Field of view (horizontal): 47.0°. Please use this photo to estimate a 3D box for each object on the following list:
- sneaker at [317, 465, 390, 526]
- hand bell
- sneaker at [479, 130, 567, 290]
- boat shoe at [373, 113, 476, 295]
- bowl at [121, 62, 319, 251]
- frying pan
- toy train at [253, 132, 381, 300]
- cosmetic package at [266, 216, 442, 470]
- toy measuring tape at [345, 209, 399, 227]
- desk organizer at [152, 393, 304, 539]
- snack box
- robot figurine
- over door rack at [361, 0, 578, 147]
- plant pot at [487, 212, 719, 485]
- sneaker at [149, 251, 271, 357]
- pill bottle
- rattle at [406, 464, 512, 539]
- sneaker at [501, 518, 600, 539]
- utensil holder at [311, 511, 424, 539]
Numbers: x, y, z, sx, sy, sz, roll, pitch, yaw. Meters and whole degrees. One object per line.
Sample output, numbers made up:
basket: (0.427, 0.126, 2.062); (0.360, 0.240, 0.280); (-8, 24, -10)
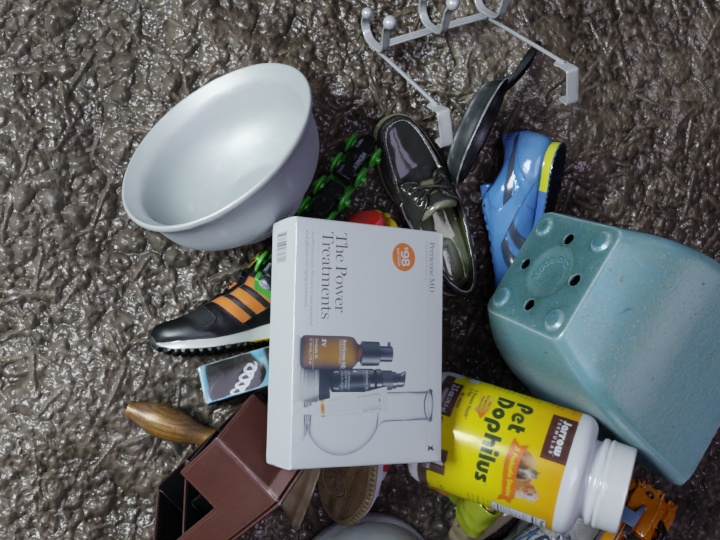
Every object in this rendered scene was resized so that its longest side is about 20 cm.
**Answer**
sneaker: (0.023, 0.167, 0.854); (0.112, 0.071, 0.203); (-25, 139, -51)
hand bell: (-0.137, 0.169, 0.818); (0.197, 0.104, 0.106); (21, 89, -3)
sneaker: (0.162, -0.048, 0.888); (0.077, 0.066, 0.204); (15, 104, 24)
boat shoe: (0.075, -0.067, 0.852); (0.071, 0.066, 0.204); (-24, 100, -11)
bowl: (-0.113, -0.088, 0.759); (0.201, 0.201, 0.091); (-41, 133, -8)
frying pan: (0.136, -0.177, 0.843); (0.031, 0.115, 0.192); (26, 86, 10)
toy train: (-0.040, -0.053, 0.801); (0.041, 0.057, 0.201); (31, 62, 6)
cosmetic package: (-0.002, 0.063, 0.711); (0.148, 0.051, 0.204); (4, 84, -32)
toy measuring tape: (0.000, 0.000, 0.789); (0.072, 0.201, 0.075); (9, 128, 12)
desk organizer: (-0.134, 0.204, 0.755); (0.077, 0.072, 0.200); (44, 126, -2)
snack box: (-0.057, 0.085, 0.802); (0.197, 0.116, 0.038); (-16, 84, -12)
robot figurine: (0.282, 0.333, 0.920); (0.202, 0.058, 0.145); (-57, 143, -5)
over door rack: (0.100, -0.218, 0.790); (0.145, 0.201, 0.067); (-19, 139, -11)
plant pot: (0.242, 0.049, 0.816); (0.199, 0.195, 0.198); (35, 85, -28)
sneaker: (-0.112, 0.030, 0.818); (0.196, 0.070, 0.092); (-9, 82, -14)
pill bottle: (0.150, 0.173, 0.774); (0.197, 0.109, 0.111); (15, 91, 21)
rattle: (0.155, 0.203, 0.913); (0.198, 0.142, 0.132); (-29, 134, -26)
sneaker: (0.187, 0.320, 0.901); (0.197, 0.085, 0.078); (-25, 100, -12)
utensil holder: (0.026, 0.352, 0.802); (0.167, 0.200, 0.174); (-1, 94, -14)
